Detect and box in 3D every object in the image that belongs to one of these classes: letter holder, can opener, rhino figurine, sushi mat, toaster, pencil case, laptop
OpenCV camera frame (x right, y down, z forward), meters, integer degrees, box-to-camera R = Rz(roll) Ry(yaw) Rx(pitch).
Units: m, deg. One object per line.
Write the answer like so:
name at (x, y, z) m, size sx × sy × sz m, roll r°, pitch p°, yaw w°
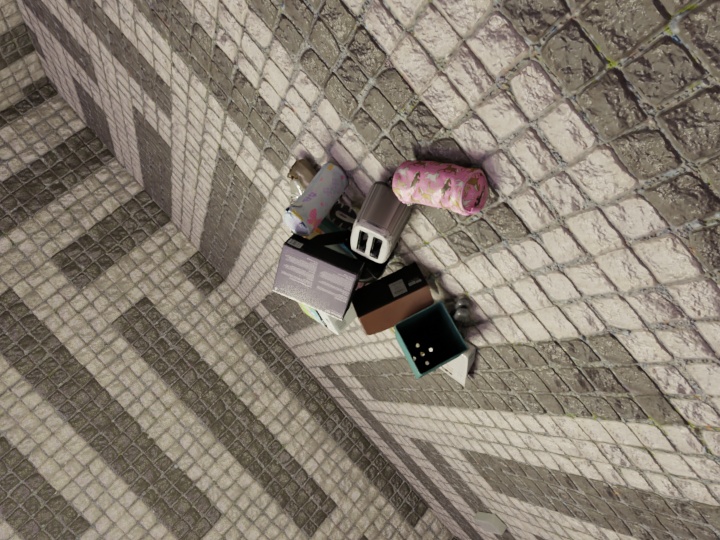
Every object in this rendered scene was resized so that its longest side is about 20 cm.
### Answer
letter holder at (0.091, 0.097, 1.403) m, size 0.101 × 0.197 × 0.143 m, roll -114°, pitch -1°, yaw -50°
can opener at (0.260, 0.133, 1.403) m, size 0.065 × 0.053 × 0.201 m, roll 7°, pitch 152°, yaw 2°
rhino figurine at (-0.117, -0.226, 1.453) m, size 0.200 × 0.060 × 0.088 m, roll 44°, pitch 156°, yaw 3°
sushi mat at (-0.069, -0.063, 1.533) m, size 0.197 × 0.012 × 0.096 m, roll 25°, pitch -160°, yaw -11°
toaster at (0.046, -0.110, 1.235) m, size 0.112 × 0.131 × 0.201 m, roll 24°, pitch 155°, yaw 4°
pencil case at (-0.113, -0.180, 1.339) m, size 0.083 × 0.201 × 0.091 m, roll -4°, pitch 134°, yaw 53°
pencil case at (0.154, -0.164, 1.037) m, size 0.198 × 0.083 × 0.087 m, roll 19°, pitch 145°, yaw 48°
laptop at (-0.040, -0.042, 1.425) m, size 0.200 × 0.116 × 0.187 m, roll 47°, pitch -160°, yaw -2°

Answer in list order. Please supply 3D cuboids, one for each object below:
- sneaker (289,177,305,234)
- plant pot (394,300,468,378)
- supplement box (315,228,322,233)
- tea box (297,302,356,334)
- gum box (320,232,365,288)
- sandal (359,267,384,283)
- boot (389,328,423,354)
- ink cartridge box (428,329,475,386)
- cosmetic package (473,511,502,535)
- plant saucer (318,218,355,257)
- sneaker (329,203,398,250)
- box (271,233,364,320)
sneaker at (-0.188, -0.186, 1.589) m, size 0.075 × 0.092 × 0.202 m, roll 29°, pitch 144°, yaw 37°
plant pot at (0.175, 0.201, 1.414) m, size 0.143 × 0.139 × 0.201 m, roll 62°, pitch 170°, yaw 18°
supplement box at (-0.134, -0.062, 1.750) m, size 0.068 × 0.066 × 0.202 m, roll 15°, pitch 141°, yaw 52°
tea box at (-0.119, 0.059, 1.652) m, size 0.196 × 0.133 × 0.202 m, roll 27°, pitch 152°, yaw 44°
gum box at (-0.067, -0.031, 1.677) m, size 0.113 × 0.066 × 0.202 m, roll 19°, pitch 145°, yaw 50°
sandal at (-0.001, 0.001, 1.464) m, size 0.048 × 0.198 × 0.077 m, roll 23°, pitch 106°, yaw 49°
boot at (0.131, 0.142, 1.598) m, size 0.200 × 0.071 × 0.157 m, roll -128°, pitch 23°, yaw -48°
ink cartridge box at (0.263, 0.245, 1.576) m, size 0.160 × 0.050 × 0.201 m, roll 35°, pitch 157°, yaw 28°
cosmetic package at (0.617, 1.204, 2.527) m, size 0.082 × 0.051 × 0.200 m, roll 42°, pitch 157°, yaw 6°
plant saucer at (-0.065, -0.106, 1.566) m, size 0.199 × 0.070 × 0.019 m, roll 38°, pitch 115°, yaw 21°
sneaker at (0.017, -0.118, 1.393) m, size 0.198 × 0.079 × 0.090 m, roll 34°, pitch -168°, yaw 5°
box at (-0.107, 0.016, 1.323) m, size 0.197 × 0.079 × 0.143 m, roll 23°, pitch 117°, yaw 5°
